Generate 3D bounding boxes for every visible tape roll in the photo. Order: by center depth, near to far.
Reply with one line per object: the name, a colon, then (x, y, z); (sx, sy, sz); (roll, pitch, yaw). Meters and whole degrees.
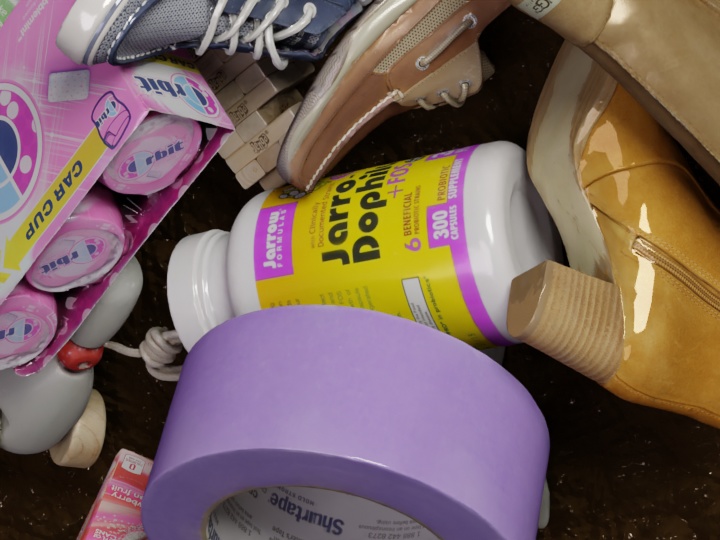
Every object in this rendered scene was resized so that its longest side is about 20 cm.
tape roll: (-0.006, 0.110, 0.935); (0.198, 0.085, 0.201); (9, 145, 6)

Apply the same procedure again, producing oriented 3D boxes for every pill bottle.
pill bottle: (0.000, 0.000, 0.969); (0.199, 0.104, 0.105); (-11, 104, 24)

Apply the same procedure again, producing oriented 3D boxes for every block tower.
block tower: (-0.085, -0.139, 0.990); (0.058, 0.054, 0.201); (-35, 93, 30)

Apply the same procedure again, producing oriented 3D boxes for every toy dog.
toy dog: (-0.180, 0.039, 1.079); (0.200, 0.131, 0.097); (-38, 52, 26)

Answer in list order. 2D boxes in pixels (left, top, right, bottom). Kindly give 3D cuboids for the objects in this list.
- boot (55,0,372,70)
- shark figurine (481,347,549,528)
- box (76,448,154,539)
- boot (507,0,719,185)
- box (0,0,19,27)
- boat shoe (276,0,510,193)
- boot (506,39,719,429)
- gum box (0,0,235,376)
boot: (-0.060, -0.134, 0.897); (0.090, 0.200, 0.073); (40, 131, 3)
shark figurine: (0.001, 0.072, 1.012); (0.213, 0.089, 0.129); (10, 111, 19)
box: (-0.076, 0.203, 1.055); (0.199, 0.103, 0.095); (25, 118, -7)
boot: (0.150, -0.132, 0.863); (0.199, 0.176, 0.066); (35, 145, -17)
box: (-0.270, -0.094, 1.067); (0.144, 0.036, 0.200); (42, 102, 6)
boat shoe: (0.034, -0.112, 0.916); (0.072, 0.076, 0.200); (39, 104, -5)
boot: (0.155, -0.029, 0.910); (0.143, 0.203, 0.071); (20, 163, -21)
gum box: (-0.168, -0.048, 0.958); (0.200, 0.066, 0.114); (-48, 59, 25)
